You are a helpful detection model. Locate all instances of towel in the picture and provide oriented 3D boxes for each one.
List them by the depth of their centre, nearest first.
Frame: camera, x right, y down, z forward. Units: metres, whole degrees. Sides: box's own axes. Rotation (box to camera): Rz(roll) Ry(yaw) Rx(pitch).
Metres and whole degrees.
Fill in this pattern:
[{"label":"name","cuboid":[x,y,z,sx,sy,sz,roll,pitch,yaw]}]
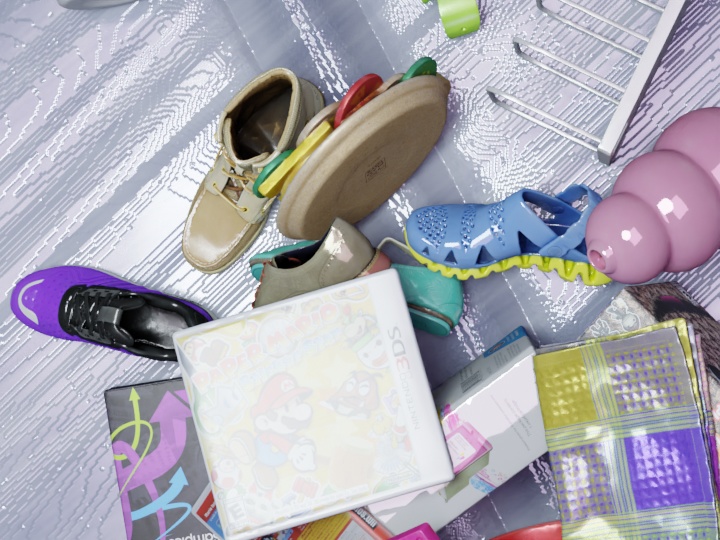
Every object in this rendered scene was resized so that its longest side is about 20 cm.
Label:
[{"label":"towel","cuboid":[0.217,0.146,1.427,0.142,0.023,0.202,-9,87,25]}]

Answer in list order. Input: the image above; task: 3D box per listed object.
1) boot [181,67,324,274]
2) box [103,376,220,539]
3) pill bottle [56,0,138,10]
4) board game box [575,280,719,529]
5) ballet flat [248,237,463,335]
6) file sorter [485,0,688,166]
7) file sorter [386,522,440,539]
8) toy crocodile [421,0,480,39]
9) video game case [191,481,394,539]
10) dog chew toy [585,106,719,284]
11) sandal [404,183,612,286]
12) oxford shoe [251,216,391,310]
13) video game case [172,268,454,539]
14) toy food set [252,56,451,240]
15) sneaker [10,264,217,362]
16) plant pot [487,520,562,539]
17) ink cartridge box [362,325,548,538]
[{"label":"boot","cuboid":[-0.105,-0.086,1.554,0.073,0.155,0.201,35,93,3]},{"label":"box","cuboid":[-0.148,0.196,1.606,0.141,0.036,0.202,-10,91,5]},{"label":"pill bottle","cuboid":[-0.238,-0.343,1.582,0.110,0.111,0.202,-11,90,5]},{"label":"board game box","cuboid":[0.283,0.114,1.494,0.200,0.159,0.097,47,110,17]},{"label":"ballet flat","cuboid":[0.000,0.000,1.601,0.198,0.067,0.071,16,68,4]},{"label":"file sorter","cuboid":[0.208,-0.212,1.537,0.124,0.139,0.202,27,93,7]},{"label":"file sorter","cuboid":[0.037,0.338,1.434,0.139,0.125,0.201,-31,97,41]},{"label":"toy crocodile","cuboid":[0.055,-0.304,1.590,0.067,0.062,0.201,-30,84,5]},{"label":"video game case","cuboid":[-0.045,0.233,1.525,0.200,0.017,0.143,41,131,7]},{"label":"dog chew toy","cuboid":[0.272,-0.057,1.515,0.199,0.124,0.125,-32,89,-26]},{"label":"sandal","cuboid":[0.138,-0.041,1.562,0.197,0.088,0.080,0,49,-1]},{"label":"oxford shoe","cuboid":[-0.068,0.022,1.545,0.199,0.071,0.075,-36,107,21]},{"label":"video game case","cuboid":[-0.040,0.113,1.472,0.198,0.023,0.184,-16,82,2]},{"label":"toy food set","cuboid":[0.000,-0.104,1.527,0.200,0.198,0.049,-44,74,7]},{"label":"sneaker","cuboid":[-0.225,0.037,1.593,0.198,0.100,0.070,11,90,4]},{"label":"plant pot","cuboid":[0.179,0.333,1.533,0.198,0.201,0.179,-14,101,5]},{"label":"ink cartridge box","cuboid":[0.088,0.147,1.548,0.199,0.145,0.085,-35,94,5]}]
